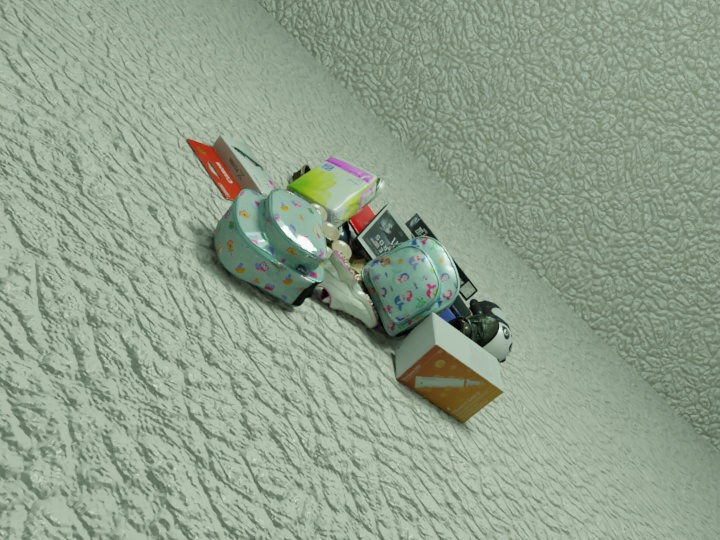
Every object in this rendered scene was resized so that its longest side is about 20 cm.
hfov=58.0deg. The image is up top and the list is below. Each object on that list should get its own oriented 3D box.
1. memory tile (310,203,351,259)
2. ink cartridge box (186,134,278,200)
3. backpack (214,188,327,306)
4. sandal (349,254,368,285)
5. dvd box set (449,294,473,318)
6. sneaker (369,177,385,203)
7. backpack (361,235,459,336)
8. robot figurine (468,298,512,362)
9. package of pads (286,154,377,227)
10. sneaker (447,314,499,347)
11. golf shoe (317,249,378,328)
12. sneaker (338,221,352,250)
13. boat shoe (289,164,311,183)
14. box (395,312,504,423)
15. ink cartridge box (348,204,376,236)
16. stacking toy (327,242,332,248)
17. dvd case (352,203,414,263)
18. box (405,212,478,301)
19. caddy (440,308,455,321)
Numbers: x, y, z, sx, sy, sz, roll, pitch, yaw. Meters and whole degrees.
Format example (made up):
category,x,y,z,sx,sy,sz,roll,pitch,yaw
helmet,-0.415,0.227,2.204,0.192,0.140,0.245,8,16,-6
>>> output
category,x,y,z,sx,sy,sz,roll,pitch,yaw
memory tile,-0.116,-0.061,1.356,0.197,0.017,0.155,-21,70,-46
ink cartridge box,-0.277,-0.227,1.461,0.202,0.044,0.172,53,20,24
backpack,-0.159,-0.054,1.177,0.196,0.154,0.179,21,38,-27
sandal,-0.004,-0.004,1.502,0.077,0.070,0.213,38,20,-11
dvd box set,0.257,0.143,1.621,0.147,0.029,0.203,-120,-174,-52
sneaker,-0.023,-0.205,1.714,0.079,0.197,0.080,42,49,-23
backpack,0.113,0.026,1.392,0.151,0.195,0.182,79,-14,-77
robot figurine,0.347,0.163,1.776,0.146,0.127,0.201,19,24,-10
package of pads,-0.064,-0.191,1.581,0.152,0.070,0.199,30,48,22
sneaker,0.243,0.139,1.440,0.194,0.114,0.079,-8,81,-23
golf shoe,-0.032,0.053,1.342,0.202,0.090,0.076,58,-3,-31
sneaker,-0.058,-0.106,1.637,0.083,0.069,0.202,52,17,-27
boat shoe,-0.132,-0.200,1.668,0.071,0.060,0.202,28,24,-35
box,0.183,0.204,1.349,0.198,0.124,0.099,35,29,-21
ink cartridge box,0.024,-0.097,1.642,0.118,0.066,0.200,55,1,-4
stacking toy,-0.084,-0.045,1.431,0.084,0.085,0.203,15,39,-52
dvd case,0.069,-0.057,1.544,0.151,0.024,0.200,52,36,-8
box,0.206,-0.033,1.650,0.200,0.043,0.161,46,9,-36
caddy,0.151,0.104,1.538,0.201,0.104,0.142,51,0,-26
